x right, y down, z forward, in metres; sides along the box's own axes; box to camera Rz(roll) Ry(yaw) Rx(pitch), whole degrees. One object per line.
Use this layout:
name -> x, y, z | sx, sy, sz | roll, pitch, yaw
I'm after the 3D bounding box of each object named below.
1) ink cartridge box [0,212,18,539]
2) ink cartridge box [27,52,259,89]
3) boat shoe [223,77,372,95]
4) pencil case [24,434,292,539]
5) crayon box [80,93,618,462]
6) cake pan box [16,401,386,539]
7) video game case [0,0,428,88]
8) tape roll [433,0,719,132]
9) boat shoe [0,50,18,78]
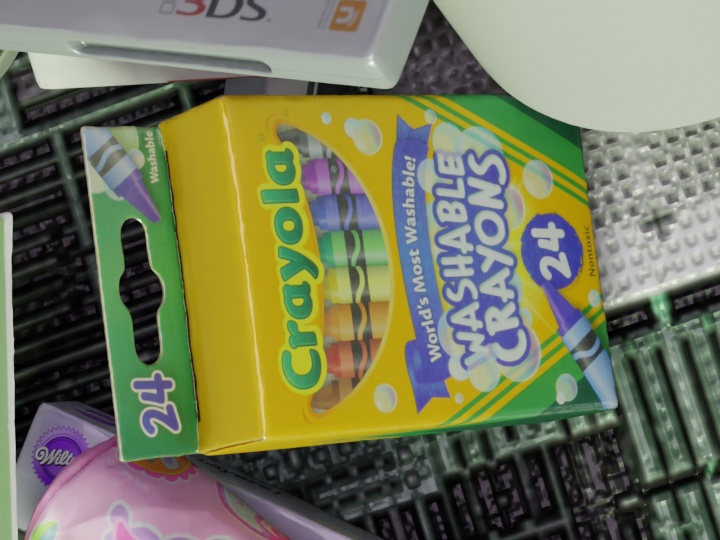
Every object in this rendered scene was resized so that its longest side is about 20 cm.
ink cartridge box -> -0.180, 0.059, 0.974 | 0.199, 0.048, 0.147 | -8, 82, 44
ink cartridge box -> -0.073, -0.177, 0.956 | 0.115, 0.068, 0.202 | -2, 69, 1
boat shoe -> -0.016, -0.044, 0.988 | 0.067, 0.072, 0.202 | 8, 71, -20
pencil case -> -0.041, 0.145, 0.919 | 0.199, 0.087, 0.088 | 36, 94, 14
crayon box -> 0.000, 0.000, 0.920 | 0.051, 0.199, 0.127 | -17, 79, 55
cake pan box -> -0.078, 0.170, 0.990 | 0.199, 0.052, 0.185 | 23, 88, 14
video game case -> -0.033, -0.162, 0.860 | 0.181, 0.022, 0.201 | 8, 68, 34
tape roll -> 0.097, -0.172, 0.896 | 0.201, 0.139, 0.204 | -14, 56, 22
boat shoe -> -0.146, -0.164, 1.028 | 0.072, 0.060, 0.203 | 28, 92, 14
